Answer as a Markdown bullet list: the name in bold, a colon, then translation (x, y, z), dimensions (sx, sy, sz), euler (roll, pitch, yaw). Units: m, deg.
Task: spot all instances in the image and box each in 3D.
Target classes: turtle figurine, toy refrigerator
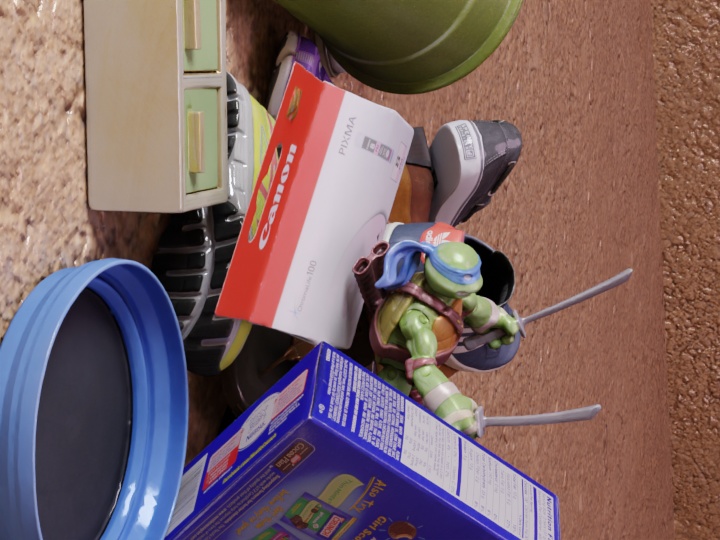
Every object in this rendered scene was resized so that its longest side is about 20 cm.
- **turtle figurine**: translation (0.067, 0.082, 1.106), dimensions (0.194, 0.198, 0.145), euler (-55, -151, 38)
- **toy refrigerator**: translation (-0.121, -0.139, 0.994), dimensions (0.076, 0.069, 0.202), euler (-21, 112, -71)

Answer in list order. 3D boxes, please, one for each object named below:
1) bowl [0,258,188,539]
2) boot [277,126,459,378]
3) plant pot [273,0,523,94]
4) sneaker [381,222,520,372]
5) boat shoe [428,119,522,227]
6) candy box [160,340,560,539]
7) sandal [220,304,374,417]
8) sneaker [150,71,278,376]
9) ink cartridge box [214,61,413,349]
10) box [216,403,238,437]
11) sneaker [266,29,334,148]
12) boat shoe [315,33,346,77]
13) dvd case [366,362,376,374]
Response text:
- **bowl**: translation (-0.158, 0.094, 0.957), dimensions (0.200, 0.039, 0.203), euler (2, 90, -72)
- **boot**: translation (0.000, 0.000, 1.216), dimensions (0.188, 0.068, 0.202), euler (-13, 96, -59)
- **plant pot**: translation (-0.002, -0.243, 1.205), dimensions (0.189, 0.198, 0.202), euler (6, 86, -59)
- **sneaker**: translation (0.087, 0.023, 1.211), dimensions (0.200, 0.084, 0.076), euler (34, 58, -52)
- **boat shoe**: translation (0.080, -0.072, 1.312), dimensions (0.200, 0.066, 0.071), euler (119, -42, -66)
- **candy box**: translation (0.001, 0.161, 1.035), dimensions (0.199, 0.169, 0.077), euler (35, 36, -19)
- **sandal**: translation (-0.033, 0.054, 1.205), dimensions (0.199, 0.054, 0.083), euler (-10, 84, -53)
- **sneaker**: translation (-0.083, -0.027, 1.089), dimensions (0.090, 0.077, 0.202), euler (23, 70, -58)
- **ink cartridge box**: translation (-0.023, -0.035, 1.055), dimensions (0.200, 0.057, 0.164), euler (19, 88, -82)
- **box**: translation (-0.051, 0.137, 1.237), dimensions (0.143, 0.036, 0.201), euler (52, 43, -37)
- **sneaker**: translation (-0.017, -0.116, 1.291), dimensions (0.200, 0.083, 0.081), euler (62, 34, -55)
- **boat shoe**: translation (0.014, -0.239, 1.393), dimensions (0.075, 0.068, 0.201), euler (74, 26, -43)
- **dvd case**: translation (0.035, 0.033, 1.429), dimensions (0.149, 0.016, 0.202), euler (35, 57, -66)
